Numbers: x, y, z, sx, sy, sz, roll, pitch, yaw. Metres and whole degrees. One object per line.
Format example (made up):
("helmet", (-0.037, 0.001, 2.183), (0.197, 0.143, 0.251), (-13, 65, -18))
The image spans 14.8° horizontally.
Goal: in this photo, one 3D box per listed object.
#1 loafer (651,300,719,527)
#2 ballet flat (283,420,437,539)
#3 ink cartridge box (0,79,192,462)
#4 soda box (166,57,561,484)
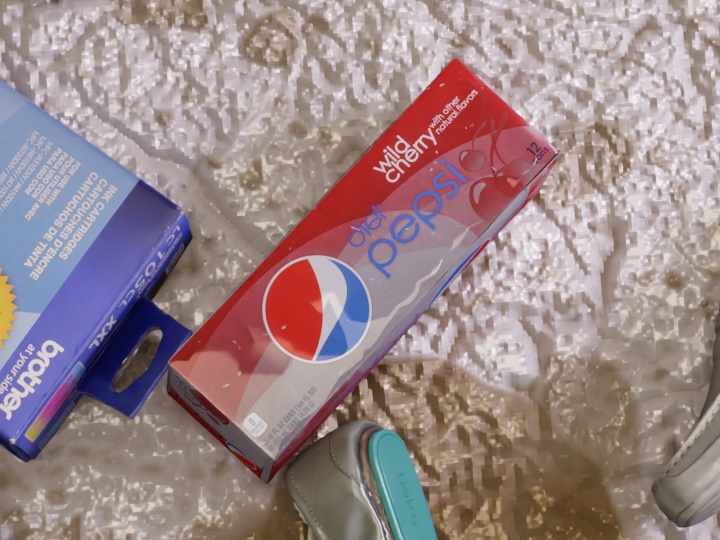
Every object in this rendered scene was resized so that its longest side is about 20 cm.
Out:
("loafer", (0.192, 0.030, 1.286), (0.070, 0.070, 0.200), (36, 74, 11))
("ballet flat", (0.021, 0.168, 1.270), (0.063, 0.067, 0.201), (-27, 79, 23))
("ink cartridge box", (-0.171, -0.006, 1.288), (0.199, 0.076, 0.137), (35, 82, 4))
("soda box", (0.000, 0.000, 1.281), (0.070, 0.063, 0.200), (42, 76, 6))
